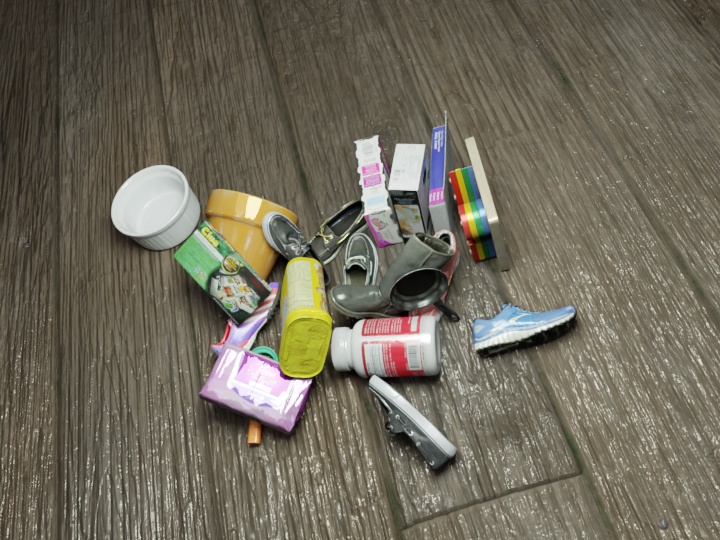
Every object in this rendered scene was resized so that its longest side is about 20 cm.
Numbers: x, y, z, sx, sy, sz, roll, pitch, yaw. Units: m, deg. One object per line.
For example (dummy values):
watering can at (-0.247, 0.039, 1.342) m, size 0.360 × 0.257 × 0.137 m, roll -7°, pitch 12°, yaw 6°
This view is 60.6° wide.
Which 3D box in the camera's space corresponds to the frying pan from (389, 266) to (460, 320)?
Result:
frying pan at (0.138, 0.038, 1.160) m, size 0.115 × 0.189 × 0.031 m, roll -55°, pitch 37°, yaw 35°

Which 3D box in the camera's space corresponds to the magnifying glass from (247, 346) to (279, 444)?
magnifying glass at (-0.206, 0.250, 1.248) m, size 0.079 × 0.022 × 0.201 m, roll -5°, pitch 62°, yaw 12°

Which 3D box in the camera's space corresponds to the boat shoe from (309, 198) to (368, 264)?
boat shoe at (-0.062, -0.083, 1.365) m, size 0.201 × 0.061 × 0.072 m, roll -41°, pitch 60°, yaw -9°

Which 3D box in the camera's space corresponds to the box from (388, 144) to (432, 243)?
box at (0.111, -0.154, 1.276) m, size 0.060 × 0.200 × 0.117 m, roll 3°, pitch 61°, yaw 15°

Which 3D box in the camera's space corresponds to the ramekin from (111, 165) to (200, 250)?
ramekin at (-0.490, -0.146, 1.497) m, size 0.199 × 0.098 × 0.202 m, roll -7°, pitch 60°, yaw 12°

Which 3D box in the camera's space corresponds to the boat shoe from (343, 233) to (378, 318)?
boat shoe at (0.000, 0.000, 1.297) m, size 0.072 × 0.071 × 0.201 m, roll -10°, pitch 60°, yaw 10°

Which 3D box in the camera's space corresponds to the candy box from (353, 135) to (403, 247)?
candy box at (0.039, -0.171, 1.342) m, size 0.061 × 0.137 × 0.201 m, roll -14°, pitch 59°, yaw 9°

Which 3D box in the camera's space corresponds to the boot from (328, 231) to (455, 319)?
boot at (0.057, 0.009, 1.165) m, size 0.200 × 0.181 × 0.073 m, roll -50°, pitch 44°, yaw 39°

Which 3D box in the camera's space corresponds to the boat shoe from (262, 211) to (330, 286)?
boat shoe at (-0.127, -0.039, 1.279) m, size 0.066 × 0.201 × 0.070 m, roll 6°, pitch 44°, yaw 50°

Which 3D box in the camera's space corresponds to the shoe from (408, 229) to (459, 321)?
shoe at (0.144, 0.018, 1.236) m, size 0.071 × 0.091 × 0.201 m, roll 16°, pitch 68°, yaw 23°

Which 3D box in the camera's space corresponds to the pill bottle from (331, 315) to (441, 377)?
pill bottle at (0.050, 0.147, 1.180) m, size 0.199 × 0.112 × 0.113 m, roll -4°, pitch 61°, yaw 13°

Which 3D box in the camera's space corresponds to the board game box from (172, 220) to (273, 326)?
board game box at (-0.280, 0.006, 1.254) m, size 0.105 × 0.023 × 0.200 m, roll -43°, pitch 87°, yaw 13°

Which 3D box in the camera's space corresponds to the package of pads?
package of pads at (-0.200, 0.227, 1.199) m, size 0.199 × 0.076 × 0.121 m, roll 20°, pitch 68°, yaw 5°

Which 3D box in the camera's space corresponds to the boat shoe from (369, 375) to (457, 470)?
boat shoe at (0.080, 0.277, 1.110) m, size 0.200 × 0.070 × 0.066 m, roll 42°, pitch 85°, yaw 11°

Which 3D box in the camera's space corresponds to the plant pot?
plant pot at (-0.254, -0.054, 1.340) m, size 0.199 × 0.200 × 0.184 m, roll 12°, pitch 81°, yaw 21°

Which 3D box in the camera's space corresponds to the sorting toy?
sorting toy at (0.229, -0.122, 1.227) m, size 0.069 × 0.199 × 0.201 m, roll -15°, pitch 59°, yaw 12°

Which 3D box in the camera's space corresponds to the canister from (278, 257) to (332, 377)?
canister at (-0.112, 0.085, 1.206) m, size 0.086 × 0.149 × 0.200 m, roll 6°, pitch 34°, yaw -13°

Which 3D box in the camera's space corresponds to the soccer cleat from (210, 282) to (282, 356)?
soccer cleat at (-0.236, 0.101, 1.298) m, size 0.073 × 0.068 × 0.201 m, roll 34°, pitch 74°, yaw -16°

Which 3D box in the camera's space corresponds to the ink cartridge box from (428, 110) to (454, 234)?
ink cartridge box at (0.167, -0.190, 1.280) m, size 0.043 × 0.200 × 0.197 m, roll -2°, pitch 61°, yaw 14°

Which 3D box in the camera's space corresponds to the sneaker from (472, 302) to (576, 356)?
sneaker at (0.305, 0.094, 1.159) m, size 0.199 × 0.079 × 0.090 m, roll -15°, pitch 62°, yaw 8°
